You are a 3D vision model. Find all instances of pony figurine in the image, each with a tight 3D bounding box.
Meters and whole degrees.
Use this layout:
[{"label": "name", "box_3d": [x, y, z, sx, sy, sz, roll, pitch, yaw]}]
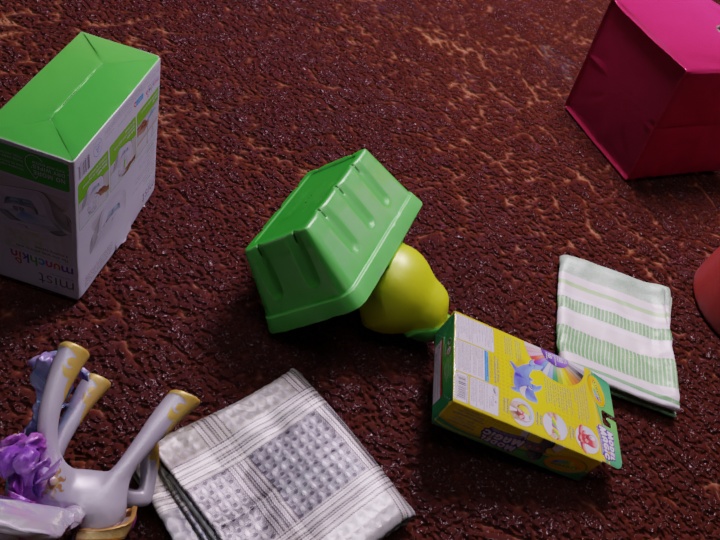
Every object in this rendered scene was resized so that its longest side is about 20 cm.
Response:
[{"label": "pony figurine", "box_3d": [-0.227, 0.164, 0.578, 0.191, 0.165, 0.204, 29, 55, -26]}]

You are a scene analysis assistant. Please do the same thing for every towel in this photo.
[{"label": "towel", "box_3d": [-0.078, 0.188, 0.683, 0.198, 0.035, 0.193, -24, 58, -35]}, {"label": "towel", "box_3d": [0.306, 0.070, 0.937, 0.149, 0.024, 0.202, 18, 44, 1]}]

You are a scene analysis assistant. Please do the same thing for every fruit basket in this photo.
[{"label": "fruit basket", "box_3d": [0.000, 0.000, 0.848, 0.214, 0.153, 0.221, 23, 59, -47]}]

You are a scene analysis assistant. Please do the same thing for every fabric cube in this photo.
[{"label": "fabric cube", "box_3d": [0.475, -0.284, 1.215, 0.195, 0.202, 0.199, -7, 49, -22]}]

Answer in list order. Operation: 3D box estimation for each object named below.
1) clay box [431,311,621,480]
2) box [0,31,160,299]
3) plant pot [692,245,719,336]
[{"label": "clay box", "box_3d": [0.168, 0.131, 0.793, 0.197, 0.048, 0.116, 25, 42, -14]}, {"label": "box", "box_3d": [-0.284, -0.108, 0.805, 0.095, 0.179, 0.202, 17, 44, 0]}, {"label": "plant pot", "box_3d": [0.548, -0.003, 0.977, 0.195, 0.179, 0.203, 10, 44, -9]}]
